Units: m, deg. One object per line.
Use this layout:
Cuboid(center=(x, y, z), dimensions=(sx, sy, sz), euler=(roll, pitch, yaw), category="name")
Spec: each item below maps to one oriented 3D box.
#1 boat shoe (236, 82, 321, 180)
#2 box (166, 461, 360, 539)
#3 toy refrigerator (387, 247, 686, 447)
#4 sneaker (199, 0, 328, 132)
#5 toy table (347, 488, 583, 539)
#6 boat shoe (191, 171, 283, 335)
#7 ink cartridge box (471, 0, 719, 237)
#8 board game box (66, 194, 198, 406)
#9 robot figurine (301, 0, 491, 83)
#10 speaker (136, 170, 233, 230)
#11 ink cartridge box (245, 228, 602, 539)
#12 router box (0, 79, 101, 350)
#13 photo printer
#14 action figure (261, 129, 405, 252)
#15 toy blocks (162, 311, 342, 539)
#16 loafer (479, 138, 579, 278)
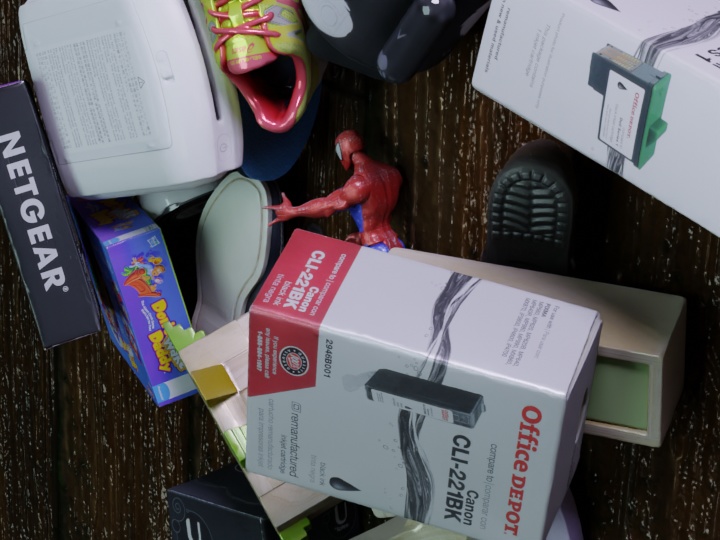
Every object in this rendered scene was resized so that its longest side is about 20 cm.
Cuboid(center=(-0.067, -0.168, 1.412), dimensions=(0.069, 0.084, 0.201), euler=(14, 96, 57), category="boat shoe")
Cuboid(center=(-0.070, 0.264, 1.525), dimensions=(0.122, 0.106, 0.201), euler=(9, 110, 45), category="box")
Cuboid(center=(0.103, 0.049, 1.219), dimensions=(0.199, 0.070, 0.076), euler=(11, 129, 20), category="toy refrigerator")
Cuboid(center=(-0.073, -0.178, 1.281), dimensions=(0.078, 0.091, 0.201), euler=(-12, 132, 20), category="sneaker")
Cuboid(center=(0.065, 0.176, 1.299), dimensions=(0.183, 0.117, 0.201), euler=(-26, 99, 43), category="toy table")
Cuboid(center=(-0.085, 0.007, 1.489), dimensions=(0.075, 0.062, 0.201), euler=(31, 126, 36), category="boat shoe")
Cuboid(center=(0.187, -0.107, 1.083), dimensions=(0.200, 0.146, 0.085), euler=(35, 125, 35), category="ink cartridge box")
Cuboid(center=(-0.181, 0.014, 1.532), dimensions=(0.200, 0.045, 0.135), euler=(-142, 35, -68), category="board game box")
Cuboid(center=(0.037, -0.206, 1.231), dimensions=(0.151, 0.124, 0.200), euler=(59, 142, 14), category="robot figurine")
Cuboid(center=(-0.170, -0.139, 1.520), dimensions=(0.081, 0.081, 0.201), euler=(-34, 78, 48), category="speaker")
Cuboid(center=(0.036, 0.075, 1.167), dimensions=(0.199, 0.084, 0.145), euler=(14, 132, 12), category="ink cartridge box")
Cuboid(center=(-0.254, -0.048, 1.491), dimensions=(0.149, 0.051, 0.201), euler=(-150, 43, -80), category="router box")
Cuboid(center=(-0.163, -0.138, 1.388), dimensions=(0.199, 0.069, 0.167), euler=(-4, 103, 53), category="photo printer")
Cuboid(center=(0.000, 0.000, 1.386), dimensions=(0.099, 0.065, 0.201), euler=(-12, 94, 38), category="action figure")
Cuboid(center=(-0.039, 0.096, 1.419), dimensions=(0.201, 0.136, 0.100), euler=(59, 173, 15), category="toy blocks")
Cuboid(center=(0.115, -0.003, 1.271), dimensions=(0.073, 0.071, 0.201), euler=(17, 131, 8), category="loafer")
